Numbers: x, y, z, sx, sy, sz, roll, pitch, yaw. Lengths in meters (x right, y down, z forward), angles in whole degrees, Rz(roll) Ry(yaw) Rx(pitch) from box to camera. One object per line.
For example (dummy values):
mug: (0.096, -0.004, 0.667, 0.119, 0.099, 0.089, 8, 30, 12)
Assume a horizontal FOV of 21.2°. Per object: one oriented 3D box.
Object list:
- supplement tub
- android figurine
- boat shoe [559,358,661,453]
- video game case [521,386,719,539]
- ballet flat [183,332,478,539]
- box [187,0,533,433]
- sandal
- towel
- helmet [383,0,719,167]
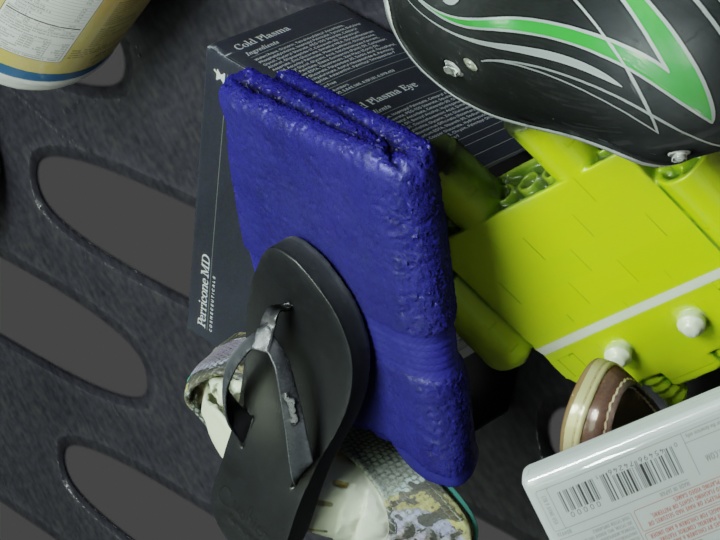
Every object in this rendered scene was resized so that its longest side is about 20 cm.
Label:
supplement tub: (-0.180, -0.216, 1.170, 0.145, 0.144, 0.200, 58, 141, 8)
android figurine: (0.120, -0.004, 0.954, 0.181, 0.041, 0.200, -25, 123, 34)
boat shoe: (0.161, 0.116, 0.981, 0.072, 0.072, 0.200, 9, 145, 34)
video game case: (0.203, 0.137, 0.910, 0.199, 0.024, 0.183, -24, 103, 14)
ballet flat: (-0.026, 0.110, 1.067, 0.200, 0.072, 0.072, 36, 134, 30)
box: (0.002, -0.021, 1.100, 0.182, 0.104, 0.201, 33, 131, 31)
sandal: (-0.043, 0.077, 0.985, 0.076, 0.043, 0.201, 34, 129, 30)
towel: (0.000, 0.000, 0.972, 0.147, 0.049, 0.201, 26, 139, 40)
helmet: (0.122, -0.147, 0.831, 0.190, 0.200, 0.201, 19, 125, 22)
